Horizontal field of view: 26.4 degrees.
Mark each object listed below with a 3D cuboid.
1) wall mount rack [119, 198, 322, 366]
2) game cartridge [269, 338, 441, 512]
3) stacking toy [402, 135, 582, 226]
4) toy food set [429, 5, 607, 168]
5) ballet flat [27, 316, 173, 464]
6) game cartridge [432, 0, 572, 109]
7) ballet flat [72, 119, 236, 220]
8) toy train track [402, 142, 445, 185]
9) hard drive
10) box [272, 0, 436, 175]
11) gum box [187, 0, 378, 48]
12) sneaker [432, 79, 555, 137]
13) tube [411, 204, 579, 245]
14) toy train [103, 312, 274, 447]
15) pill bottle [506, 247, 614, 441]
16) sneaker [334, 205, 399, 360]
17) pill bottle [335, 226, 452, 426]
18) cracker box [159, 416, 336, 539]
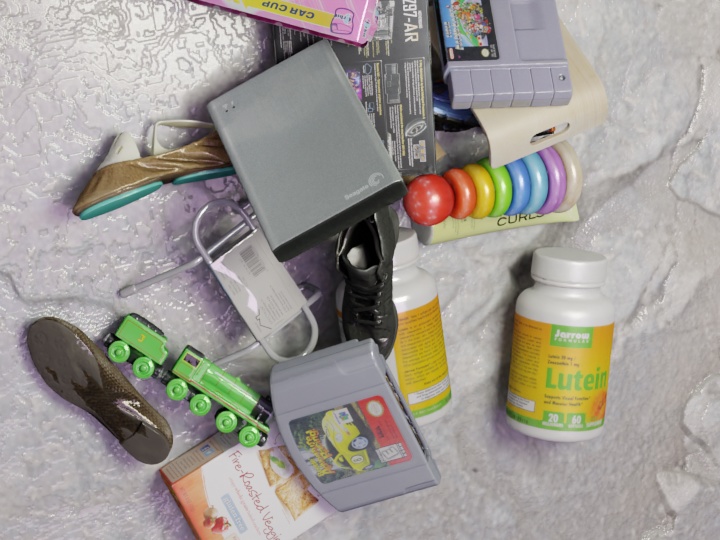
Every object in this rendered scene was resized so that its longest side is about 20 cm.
[{"bbox_3d":[-0.140,0.025,1.591,0.173,0.074,0.201,-38,112,-14],"label":"wall mount rack"},{"bbox_3d":[-0.011,0.166,1.591,0.132,0.041,0.201,-16,124,17],"label":"game cartridge"},{"bbox_3d":[0.135,-0.089,1.627,0.199,0.085,0.086,-12,106,-29],"label":"stacking toy"},{"bbox_3d":[0.151,-0.214,1.615,0.143,0.061,0.201,-22,66,-16],"label":"toy food set"},{"bbox_3d":[-0.263,0.119,1.575,0.067,0.046,0.200,-35,111,22],"label":"ballet flat"},{"bbox_3d":[0.141,-0.257,1.583,0.129,0.038,0.201,-1,60,-10],"label":"game cartridge"},{"bbox_3d":[-0.203,-0.111,1.539,0.199,0.068,0.073,-19,87,-19],"label":"ballet flat"},{"bbox_3d":[0.006,-0.078,1.636,0.199,0.033,0.115,-34,83,-22],"label":"toy train track"},{"bbox_3d":[-0.054,-0.117,1.481,0.139,0.201,0.033,-28,146,2],"label":"hard drive"},{"bbox_3d":[-0.005,-0.196,1.572,0.159,0.044,0.202,-4,103,4],"label":"box"},{"bbox_3d":[-0.069,-0.297,1.500,0.198,0.066,0.114,15,94,4],"label":"gum box"},{"bbox_3d":[0.119,-0.190,1.659,0.199,0.075,0.079,5,84,-26],"label":"sneaker"},{"bbox_3d":[0.153,-0.074,1.705,0.199,0.052,0.058,-13,136,-24],"label":"tube"},{"bbox_3d":[-0.172,0.112,1.579,0.199,0.042,0.057,34,90,-8],"label":"toy train"},{"bbox_3d":[0.227,0.081,1.726,0.110,0.111,0.202,-1,102,-23],"label":"pill bottle"},{"bbox_3d":[0.003,0.000,1.530,0.060,0.104,0.202,5,96,14],"label":"sneaker"},{"bbox_3d":[0.033,0.060,1.647,0.110,0.111,0.202,-14,107,-20],"label":"pill bottle"},{"bbox_3d":[-0.098,0.223,1.658,0.199,0.058,0.135,-32,113,-14],"label":"cracker box"}]
